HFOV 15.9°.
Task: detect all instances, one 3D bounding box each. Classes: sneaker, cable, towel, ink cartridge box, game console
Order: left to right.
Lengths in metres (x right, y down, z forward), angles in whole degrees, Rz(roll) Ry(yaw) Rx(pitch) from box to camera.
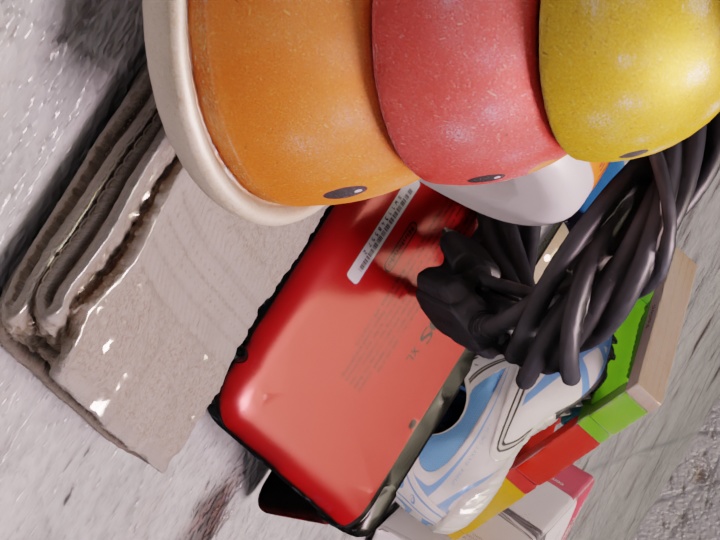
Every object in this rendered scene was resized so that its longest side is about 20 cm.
[{"bbox_3d":[-0.054,-0.009,0.830,0.133,0.034,0.200,-58,167,-8],"label":"towel"},{"bbox_3d":[0.000,0.000,1.094,0.200,0.119,0.172,-58,136,-12],"label":"game console"},{"bbox_3d":[0.054,0.198,1.583,0.146,0.085,0.200,-66,168,24],"label":"ink cartridge box"},{"bbox_3d":[0.076,0.064,1.388,0.072,0.073,0.200,-35,-175,43],"label":"sneaker"},{"bbox_3d":[0.095,-0.031,0.958,0.163,0.051,0.200,-50,-169,-4],"label":"cable"}]

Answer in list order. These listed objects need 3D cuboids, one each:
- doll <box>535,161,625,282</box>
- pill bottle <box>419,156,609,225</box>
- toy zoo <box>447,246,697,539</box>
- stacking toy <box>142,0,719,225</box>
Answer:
[{"bbox_3d":[0.107,-0.019,1.384,0.137,0.048,0.200,-50,169,12],"label":"doll"},{"bbox_3d":[0.076,-0.125,0.896,0.200,0.113,0.113,-57,167,-14],"label":"pill bottle"},{"bbox_3d":[0.107,0.078,1.479,0.200,0.020,0.131,-38,-163,35],"label":"toy zoo"},{"bbox_3d":[0.055,-0.073,0.682,0.146,0.200,0.146,-31,126,-57],"label":"stacking toy"}]
